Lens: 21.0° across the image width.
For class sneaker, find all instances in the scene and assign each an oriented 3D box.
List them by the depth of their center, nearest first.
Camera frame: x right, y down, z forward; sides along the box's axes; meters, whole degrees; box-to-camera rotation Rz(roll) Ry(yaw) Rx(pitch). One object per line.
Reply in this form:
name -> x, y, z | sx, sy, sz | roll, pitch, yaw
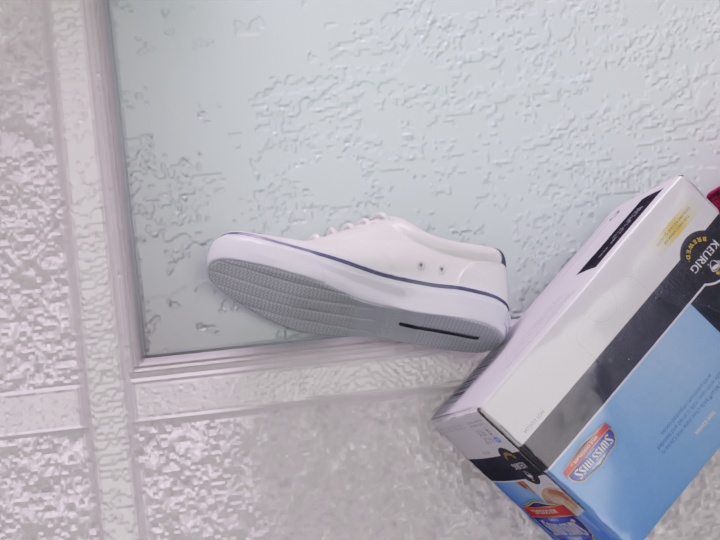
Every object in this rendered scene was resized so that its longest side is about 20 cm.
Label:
sneaker -> 0.000, 0.000, 1.247 | 0.198, 0.073, 0.071 | 13, 58, -11

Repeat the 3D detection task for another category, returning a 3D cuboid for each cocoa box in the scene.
cocoa box -> 0.166, 0.064, 1.228 | 0.131, 0.133, 0.200 | 43, 76, -3

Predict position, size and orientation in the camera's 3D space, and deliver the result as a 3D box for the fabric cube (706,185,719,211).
fabric cube -> 0.382, -0.030, 1.254 | 0.199, 0.196, 0.201 | -30, 88, -15
